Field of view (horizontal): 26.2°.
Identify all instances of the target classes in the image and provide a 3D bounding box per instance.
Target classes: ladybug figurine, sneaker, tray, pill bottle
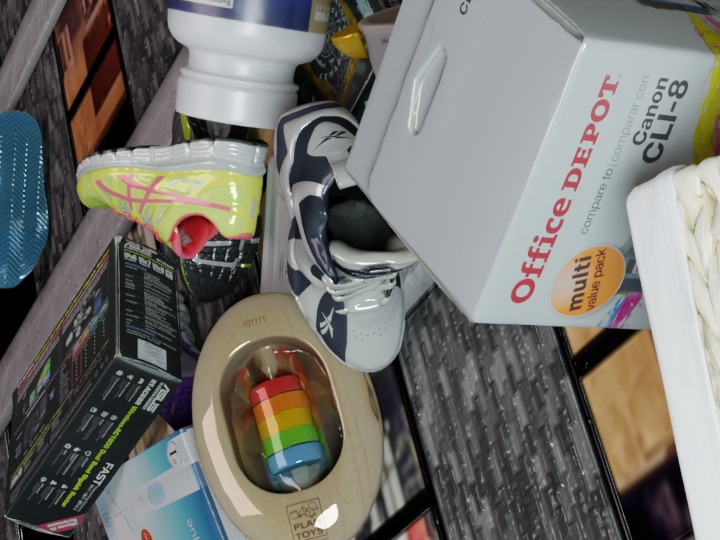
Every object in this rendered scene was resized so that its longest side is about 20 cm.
[{"bbox_3d":[-0.050,0.117,1.118,0.072,0.134,0.202,66,-170,-71],"label":"ladybug figurine"},{"bbox_3d":[0.000,0.000,1.007,0.130,0.078,0.202,-121,22,-61],"label":"sneaker"},{"bbox_3d":[-0.052,-0.001,1.187,0.107,0.022,0.203,37,128,54],"label":"tray"},{"bbox_3d":[-0.156,-0.054,1.228,0.198,0.078,0.092,-2,91,42],"label":"sneaker"},{"bbox_3d":[-0.180,0.091,1.362,0.201,0.088,0.081,53,130,46],"label":"sneaker"},{"bbox_3d":[-0.400,-0.076,1.777,0.081,0.076,0.203,151,123,-65],"label":"sneaker"},{"bbox_3d":[-0.128,-0.070,1.319,0.081,0.073,0.203,148,125,-66],"label":"sneaker"},{"bbox_3d":[-0.078,-0.210,1.125,0.119,0.118,0.203,24,108,58],"label":"pill bottle"}]

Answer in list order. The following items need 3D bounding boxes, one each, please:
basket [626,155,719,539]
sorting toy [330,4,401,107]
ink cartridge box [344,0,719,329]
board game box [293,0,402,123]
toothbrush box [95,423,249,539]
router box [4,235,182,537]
[{"bbox_3d":[0.205,0.041,0.595,0.123,0.134,0.203,-35,59,51],"label":"basket"},{"bbox_3d":[0.068,-0.074,0.970,0.199,0.106,0.182,13,118,59],"label":"sorting toy"},{"bbox_3d":[0.121,-0.068,0.751,0.145,0.198,0.147,52,131,48],"label":"ink cartridge box"},{"bbox_3d":[-0.022,-0.197,1.173,0.136,0.028,0.201,-58,40,39],"label":"board game box"},{"bbox_3d":[-0.123,0.203,1.225,0.200,0.085,0.148,-31,79,55],"label":"toothbrush box"},{"bbox_3d":[-0.220,0.096,1.265,0.201,0.062,0.151,-52,30,28],"label":"router box"}]
